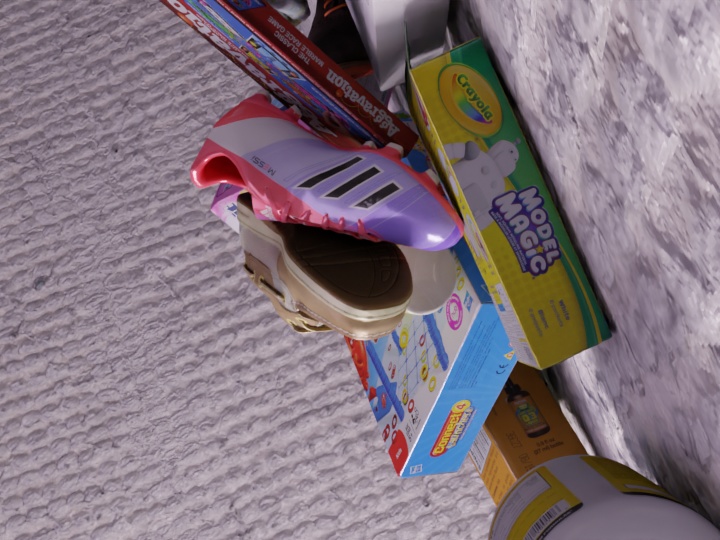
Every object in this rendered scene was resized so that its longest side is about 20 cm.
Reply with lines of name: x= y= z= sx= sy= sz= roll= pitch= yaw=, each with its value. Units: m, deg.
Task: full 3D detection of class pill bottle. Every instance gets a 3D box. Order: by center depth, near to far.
pill bottle: x=0.127 y=0.161 z=0.562 sx=0.200 sy=0.111 sz=0.113 roll=49 pitch=-162 yaw=-88

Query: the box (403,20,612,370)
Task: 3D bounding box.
box: x=0.075 y=-0.046 z=0.603 sx=0.117 sy=0.048 sz=0.201 roll=43 pitch=-158 yaw=-87

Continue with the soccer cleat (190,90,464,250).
soccer cleat: x=-0.024 y=-0.048 z=0.646 sx=0.199 sy=0.077 sz=0.067 roll=31 pitch=163 yaw=35

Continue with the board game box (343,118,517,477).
board game box: x=0.049 y=0.021 z=0.813 sx=0.201 sy=0.055 sz=0.197 roll=109 pitch=149 yaw=-41

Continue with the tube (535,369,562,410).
tube: x=0.150 y=0.122 z=0.929 sx=0.058 sy=0.052 sz=0.200 roll=27 pitch=163 yaw=10

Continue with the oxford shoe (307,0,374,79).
oxford shoe: x=-0.016 y=-0.185 z=0.776 sx=0.200 sy=0.071 sz=0.073 roll=-74 pitch=-32 yaw=-64

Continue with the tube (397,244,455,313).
tube: x=0.000 y=0.000 z=0.766 sx=0.200 sy=0.052 sz=0.059 roll=8 pitch=110 yaw=65

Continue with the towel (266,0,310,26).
towel: x=-0.097 y=-0.256 z=0.730 sx=0.200 sy=0.048 sz=0.172 roll=-60 pitch=-52 yaw=-79

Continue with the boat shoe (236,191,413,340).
boat shoe: x=-0.026 y=0.004 z=0.668 sx=0.200 sy=0.073 sz=0.067 roll=-137 pitch=46 yaw=-59

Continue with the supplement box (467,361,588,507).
supplement box: x=0.133 y=0.150 z=0.817 sx=0.069 sy=0.066 sz=0.201 roll=98 pitch=151 yaw=-51

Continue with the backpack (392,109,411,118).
backpack: x=0.034 y=-0.052 z=0.995 sx=0.200 sy=0.154 sz=0.163 roll=43 pitch=-167 yaw=-23

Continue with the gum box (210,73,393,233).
gum box: x=-0.041 y=-0.125 z=0.894 sx=0.066 sy=0.113 sz=0.201 roll=40 pitch=-132 yaw=-28

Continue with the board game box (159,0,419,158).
board game box: x=-0.060 y=-0.137 z=0.640 sx=0.200 sy=0.020 sz=0.103 roll=38 pitch=173 yaw=-25

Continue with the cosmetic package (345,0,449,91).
cosmetic package: x=0.017 y=-0.174 z=0.613 sx=0.200 sy=0.050 sz=0.083 roll=60 pitch=-170 yaw=-86
